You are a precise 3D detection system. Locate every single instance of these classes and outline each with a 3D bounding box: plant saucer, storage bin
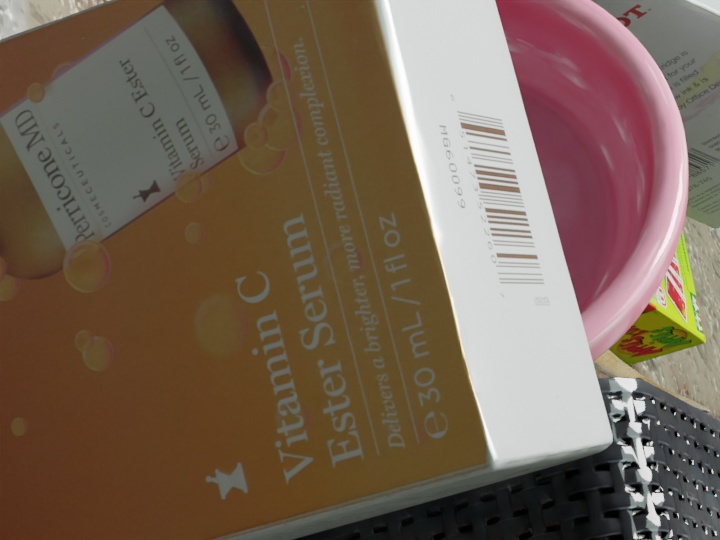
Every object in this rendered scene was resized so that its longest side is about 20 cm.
[{"bbox_3d":[0.020,-0.023,1.028,0.051,0.199,0.202,76,10,-54],"label":"plant saucer"},{"bbox_3d":[0.025,0.112,0.911,0.135,0.199,0.094,26,51,-61],"label":"storage bin"}]

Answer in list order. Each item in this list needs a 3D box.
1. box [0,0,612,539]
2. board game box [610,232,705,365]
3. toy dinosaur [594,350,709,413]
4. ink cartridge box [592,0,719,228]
[{"bbox_3d":[-0.051,0.006,0.811,0.106,0.199,0.153,0,73,-68],"label":"box"},{"bbox_3d":[0.124,-0.061,1.485,0.101,0.047,0.201,30,47,-60],"label":"board game box"},{"bbox_3d":[0.069,0.004,1.260,0.200,0.058,0.101,41,21,3],"label":"toy dinosaur"},{"bbox_3d":[0.148,-0.137,1.380,0.199,0.145,0.146,20,55,-36],"label":"ink cartridge box"}]
